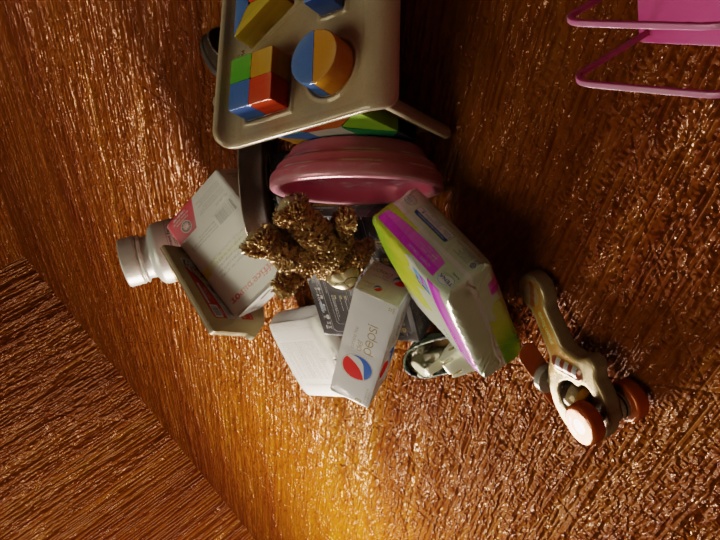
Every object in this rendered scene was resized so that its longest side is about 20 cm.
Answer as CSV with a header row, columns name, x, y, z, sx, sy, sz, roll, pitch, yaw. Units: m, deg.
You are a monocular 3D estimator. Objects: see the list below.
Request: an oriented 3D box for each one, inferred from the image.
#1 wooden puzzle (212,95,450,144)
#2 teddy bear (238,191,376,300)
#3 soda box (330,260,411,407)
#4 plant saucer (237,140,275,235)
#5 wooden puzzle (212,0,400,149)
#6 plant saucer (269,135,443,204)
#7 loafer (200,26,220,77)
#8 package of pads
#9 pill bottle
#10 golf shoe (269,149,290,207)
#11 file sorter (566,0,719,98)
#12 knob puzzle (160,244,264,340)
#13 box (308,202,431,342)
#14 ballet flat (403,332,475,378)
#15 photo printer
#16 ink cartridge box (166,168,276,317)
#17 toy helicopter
name,x,y,z,sx,sy,sz,roll,pitch,yaw
wooden puzzle,-0.028,-0.158,0.825,0.199,0.185,0.037,4,88,32
teddy bear,-0.055,-0.023,0.918,0.067,0.145,0.200,48,174,33
soda box,0.014,0.088,1.032,0.063,0.068,0.201,23,131,12
plant saucer,-0.146,-0.142,1.111,0.200,0.032,0.201,178,90,-90
wooden puzzle,-0.060,-0.222,0.722,0.199,0.046,0.186,-7,74,30
plant saucer,-0.004,-0.114,0.887,0.200,0.200,0.051,-6,82,58
loafer,-0.136,-0.273,1.042,0.200,0.073,0.071,43,138,15
package of pads,0.098,0.016,0.874,0.155,0.068,0.200,49,173,39
pill bottle,-0.329,-0.040,1.394,0.114,0.199,0.115,164,90,-82
golf shoe,-0.066,-0.084,1.124,0.094,0.078,0.201,-5,114,33
file sorter,0.209,-0.225,0.491,0.139,0.125,0.201,21,135,46
knob puzzle,-0.236,0.042,1.300,0.030,0.220,0.220,-42,79,18
box,0.000,0.000,1.057,0.158,0.048,0.201,1,123,30
ballet flat,0.121,0.115,1.021,0.074,0.074,0.200,58,151,-3
photo printer,-0.063,0.137,1.321,0.200,0.069,0.167,-14,106,59
ink cartridge box,-0.200,-0.046,1.272,0.145,0.083,0.200,-42,80,23
toy helicopter,0.224,0.095,0.862,0.201,0.079,0.132,68,160,2
